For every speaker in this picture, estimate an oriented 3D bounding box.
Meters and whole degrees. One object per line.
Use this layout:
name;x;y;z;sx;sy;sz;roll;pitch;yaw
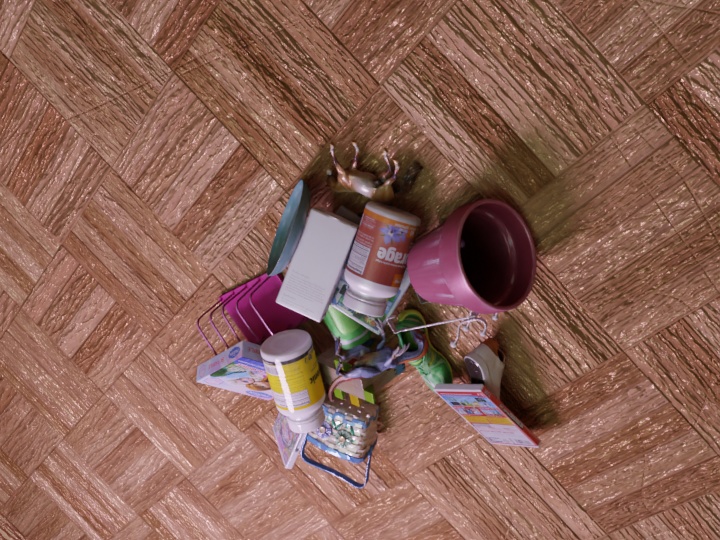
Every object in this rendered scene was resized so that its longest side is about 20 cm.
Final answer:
speaker;-0.050;0.062;1.772;0.088;0.089;0.201;-15;110;35

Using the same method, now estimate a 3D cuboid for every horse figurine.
horse figurine;0.017;-0.179;1.604;0.198;0.050;0.133;15;137;14

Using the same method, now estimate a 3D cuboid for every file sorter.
file sorter;-0.246;0.112;1.888;0.199;0.125;0.140;-24;104;38

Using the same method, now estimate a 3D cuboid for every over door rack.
over door rack;0.173;0.085;1.620;0.198;0.148;0.067;-2;112;30

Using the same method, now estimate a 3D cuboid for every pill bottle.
pill bottle;-0.135;0.236;1.777;0.110;0.111;0.202;2;117;29
pill bottle;0.035;-0.020;1.609;0.111;0.112;0.202;20;100;17

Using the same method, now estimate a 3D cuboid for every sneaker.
sneaker;0.123;0.179;1.746;0.074;0.084;0.201;-19;109;36
sneaker;0.265;0.211;1.698;0.073;0.085;0.201;33;155;33

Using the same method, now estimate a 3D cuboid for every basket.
basket;-0.048;0.382;1.932;0.175;0.139;0.202;19;118;19

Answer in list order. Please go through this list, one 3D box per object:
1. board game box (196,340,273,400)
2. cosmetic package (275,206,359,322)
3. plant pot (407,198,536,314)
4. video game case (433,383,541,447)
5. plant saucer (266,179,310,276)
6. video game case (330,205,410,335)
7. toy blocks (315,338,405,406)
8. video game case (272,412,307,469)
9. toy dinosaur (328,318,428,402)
board game box;-0.232;0.227;1.890;0.199;0.042;0.199;21;147;-33
cosmetic package;-0.081;-0.013;1.649;0.101;0.074;0.202;24;99;4
plant pot;0.188;-0.015;1.532;0.178;0.200;0.201;-14;112;51
video game case;0.257;0.294;1.719;0.200;0.018;0.142;44;152;-24
plant saucer;-0.139;-0.080;1.677;0.027;0.201;0.201;20;131;-13
video game case;0.000;0.000;1.686;0.199;0.022;0.183;32;101;3
toy blocks;0.001;0.199;1.800;0.199;0.136;0.101;15;126;44
video game case;-0.148;0.330;1.940;0.018;0.144;0.202;12;115;-26
toy dinosaur;0.040;0.168;1.679;0.179;0.106;0.201;4;138;-15
